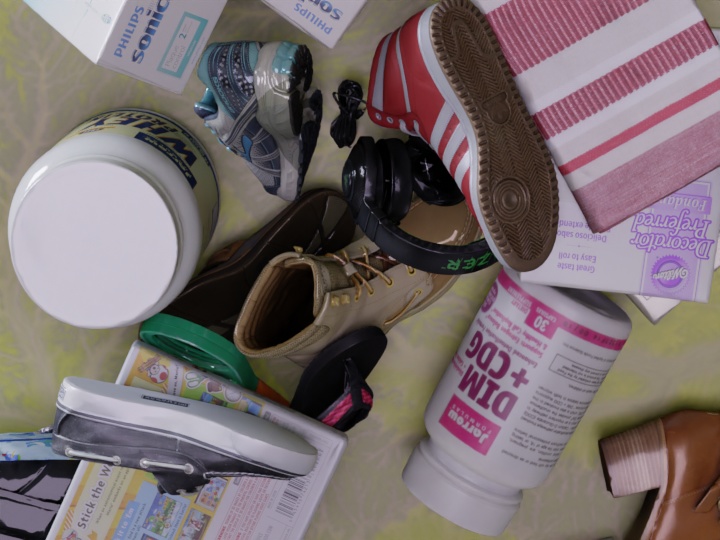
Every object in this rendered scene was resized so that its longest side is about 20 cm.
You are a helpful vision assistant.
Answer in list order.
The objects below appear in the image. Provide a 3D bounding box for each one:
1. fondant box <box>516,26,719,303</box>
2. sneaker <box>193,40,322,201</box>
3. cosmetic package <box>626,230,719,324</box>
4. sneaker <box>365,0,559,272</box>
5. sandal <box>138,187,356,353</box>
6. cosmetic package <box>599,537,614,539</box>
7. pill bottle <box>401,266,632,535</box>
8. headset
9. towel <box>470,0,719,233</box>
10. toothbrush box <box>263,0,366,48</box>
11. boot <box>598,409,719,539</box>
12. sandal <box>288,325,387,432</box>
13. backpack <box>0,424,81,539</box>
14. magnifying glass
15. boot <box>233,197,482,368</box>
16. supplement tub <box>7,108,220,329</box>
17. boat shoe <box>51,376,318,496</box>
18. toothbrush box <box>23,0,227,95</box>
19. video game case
[{"bbox_3d":[0.197,-0.085,1.508,0.143,0.058,0.202,6,100,-1],"label":"fondant box"},{"bbox_3d":[-0.078,-0.120,1.547,0.086,0.200,0.078,12,67,8],"label":"sneaker"},{"bbox_3d":[0.194,-0.069,1.584,0.103,0.087,0.200,-40,97,6],"label":"cosmetic package"},{"bbox_3d":[0.071,-0.091,1.487,0.071,0.112,0.202,-22,95,-31],"label":"sneaker"},{"bbox_3d":[-0.092,0.003,1.629,0.200,0.055,0.082,-43,124,-4],"label":"sandal"},{"bbox_3d":[0.120,0.284,1.685,0.198,0.051,0.083,-12,101,5],"label":"cosmetic package"},{"bbox_3d":[0.119,0.099,1.612,0.113,0.113,0.201,27,102,-4],"label":"pill bottle"},{"bbox_3d":[0.036,-0.067,1.550,0.123,0.200,0.094,-17,145,-28],"label":"headset"},{"bbox_3d":[0.182,-0.146,1.460,0.143,0.023,0.201,-29,96,7],"label":"towel"},{"bbox_3d":[0.007,-0.273,1.511,0.085,0.146,0.201,34,103,-5],"label":"toothbrush box"},{"bbox_3d":[0.285,0.209,1.653,0.153,0.074,0.202,-12,104,1],"label":"boot"},{"bbox_3d":[-0.025,0.116,1.614,0.045,0.075,0.201,53,134,26],"label":"sandal"},{"bbox_3d":[-0.255,0.201,1.646,0.198,0.154,0.165,-3,109,-17],"label":"backpack"},{"bbox_3d":[-0.101,0.083,1.598,0.079,0.200,0.023,10,72,36],"label":"magnifying glass"},{"bbox_3d":[0.000,0.000,1.571,0.200,0.155,0.073,-41,72,12],"label":"boot"},{"bbox_3d":[-0.186,-0.039,1.549,0.144,0.200,0.146,0,103,2],"label":"supplement tub"},{"bbox_3d":[-0.133,0.134,1.520,0.198,0.072,0.068,13,97,-1],"label":"boat shoe"},{"bbox_3d":[-0.177,-0.242,1.503,0.085,0.200,0.147,17,106,-42],"label":"toothbrush box"},{"bbox_3d":[-0.131,0.180,1.576,0.181,0.023,0.201,24,99,-5],"label":"video game case"}]
